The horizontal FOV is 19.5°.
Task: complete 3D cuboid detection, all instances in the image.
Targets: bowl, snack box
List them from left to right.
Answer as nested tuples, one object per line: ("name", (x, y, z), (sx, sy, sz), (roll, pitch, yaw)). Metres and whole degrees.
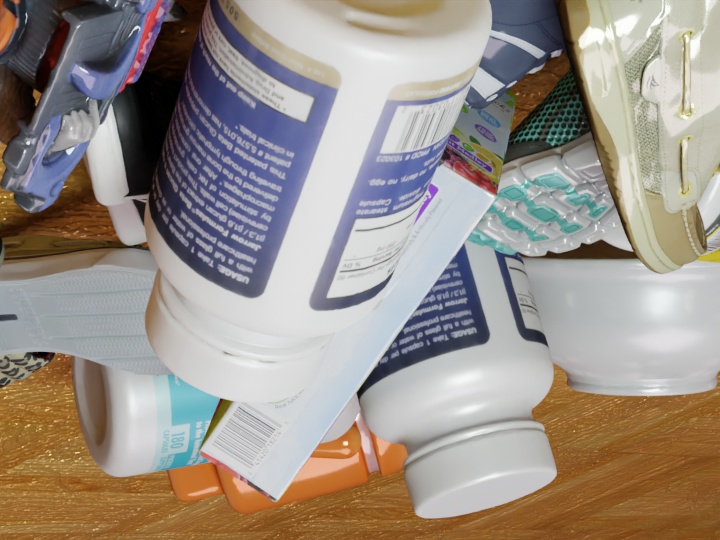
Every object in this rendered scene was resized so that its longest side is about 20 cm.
("snack box", (0.000, 0.000, 1.047), (0.200, 0.053, 0.142), (-54, -171, 24))
("bowl", (0.179, 0.029, 1.334), (0.200, 0.091, 0.201), (-1, -177, 0))

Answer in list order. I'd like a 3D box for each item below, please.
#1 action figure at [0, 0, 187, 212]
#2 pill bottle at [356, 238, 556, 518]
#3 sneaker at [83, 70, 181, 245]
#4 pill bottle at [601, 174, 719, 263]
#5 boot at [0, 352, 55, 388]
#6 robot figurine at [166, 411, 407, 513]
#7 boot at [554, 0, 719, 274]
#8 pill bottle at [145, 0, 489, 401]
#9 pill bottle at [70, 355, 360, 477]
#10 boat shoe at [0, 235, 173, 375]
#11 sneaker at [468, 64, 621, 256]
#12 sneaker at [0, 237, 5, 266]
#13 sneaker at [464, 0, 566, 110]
("action figure", (-0.134, -0.125, 0.797), (0.193, 0.105, 0.200), (-2, 131, -53))
("pill bottle", (0.044, 0.031, 1.170), (0.111, 0.201, 0.111), (-14, 162, -5))
("sneaker", (-0.077, -0.073, 0.992), (0.111, 0.073, 0.200), (-18, 170, -4))
("pill bottle", (0.214, -0.058, 1.192), (0.111, 0.112, 0.200), (-29, 158, 35))
("boot", (-0.246, 0.068, 1.254), (0.153, 0.074, 0.204), (-21, 163, 9))
("robot figurine", (-0.039, 0.100, 1.442), (0.199, 0.117, 0.144), (-15, 155, -2))
("boot", (0.178, -0.081, 0.931), (0.154, 0.072, 0.200), (-17, 142, 7))
("pill bottle", (-0.028, -0.044, 0.882), (0.111, 0.111, 0.200), (-4, 133, -31))
("pill bottle", (-0.073, 0.060, 1.307), (0.199, 0.111, 0.111), (-8, 161, -21))
("boat shoe", (-0.143, 0.008, 1.101), (0.199, 0.062, 0.072), (3, 128, 20))
("sneaker", (0.126, -0.079, 1.093), (0.200, 0.091, 0.078), (-27, 136, 27))
("sneaker", (-0.224, 0.042, 1.074), (0.200, 0.087, 0.074), (-40, -166, 41))
("sneaker", (0.110, -0.121, 0.983), (0.199, 0.070, 0.108), (8, 146, -37))
